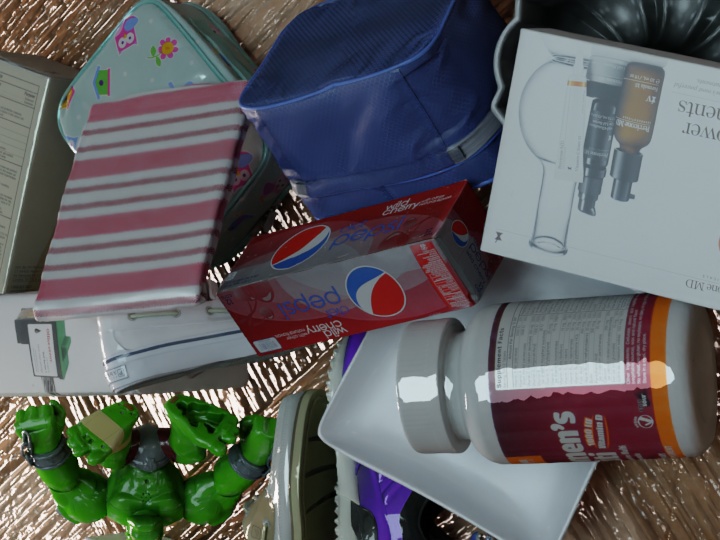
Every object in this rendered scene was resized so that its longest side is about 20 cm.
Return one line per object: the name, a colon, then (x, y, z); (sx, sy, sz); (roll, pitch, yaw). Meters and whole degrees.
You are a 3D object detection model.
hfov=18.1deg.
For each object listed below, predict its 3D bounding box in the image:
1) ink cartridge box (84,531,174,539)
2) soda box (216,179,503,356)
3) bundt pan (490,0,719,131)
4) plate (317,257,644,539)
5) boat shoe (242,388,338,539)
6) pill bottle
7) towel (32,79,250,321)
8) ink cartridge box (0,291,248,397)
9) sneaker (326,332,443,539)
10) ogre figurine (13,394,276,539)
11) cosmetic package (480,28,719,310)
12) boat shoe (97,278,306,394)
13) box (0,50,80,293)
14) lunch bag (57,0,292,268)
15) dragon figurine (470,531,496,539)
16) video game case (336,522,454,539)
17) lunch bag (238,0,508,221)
ink cartridge box: (-0.169, 0.319, 1.805); (0.116, 0.067, 0.201); (10, 96, 40)
soda box: (0.000, 0.000, 1.582); (0.199, 0.070, 0.064); (-13, 121, 37)
bundt pan: (0.193, -0.124, 1.516); (0.201, 0.076, 0.203); (2, 94, 26)
plate: (0.096, 0.075, 1.597); (0.200, 0.032, 0.200); (27, 91, 22)
boat shoe: (-0.055, 0.188, 1.696); (0.068, 0.075, 0.201); (3, 93, 31)
pill bottle: (0.131, 0.074, 1.508); (0.199, 0.110, 0.110); (-4, 88, 20)
towel: (-0.156, -0.051, 1.670); (0.146, 0.030, 0.201); (-6, 56, 29)
ink cartridge box: (-0.207, 0.056, 1.786); (0.199, 0.146, 0.085); (-4, 89, 36)
sneaker: (0.032, 0.134, 1.663); (0.099, 0.070, 0.201); (-7, 72, 11)
ogre figurine: (-0.162, 0.153, 1.750); (0.120, 0.199, 0.098); (98, 152, -46)
cosmetic package: (0.187, -0.064, 1.454); (0.199, 0.052, 0.151); (14, 102, 26)
boat shoe: (-0.100, 0.037, 1.676); (0.074, 0.199, 0.067); (-26, 78, 58)
box: (-0.283, -0.075, 1.883); (0.095, 0.078, 0.201); (23, 104, 35)
lunch bag: (-0.134, -0.108, 1.771); (0.160, 0.077, 0.200); (-49, 66, 20)
dragon figurine: (0.132, 0.276, 1.588); (0.099, 0.059, 0.201); (-20, 78, 35)
video game case: (-0.013, 0.256, 1.722); (0.143, 0.019, 0.200); (38, 111, 30)
lunch bag: (0.020, -0.115, 1.606); (0.199, 0.136, 0.132); (-12, 125, 38)
